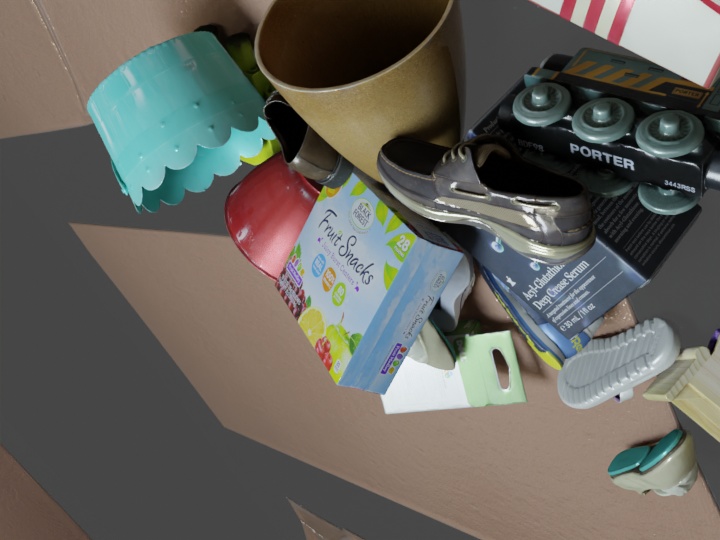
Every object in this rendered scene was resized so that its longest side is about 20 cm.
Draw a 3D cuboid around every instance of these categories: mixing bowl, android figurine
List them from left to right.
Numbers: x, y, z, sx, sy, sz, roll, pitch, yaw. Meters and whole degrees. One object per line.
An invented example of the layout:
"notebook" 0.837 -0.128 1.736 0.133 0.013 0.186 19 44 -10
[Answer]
"android figurine" -0.156 -0.220 1.074 0.182 0.041 0.201 22 142 35
"mixing bowl" -0.055 -0.081 0.997 0.200 0.200 0.109 41 131 7

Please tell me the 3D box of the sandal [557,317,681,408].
"sandal" 0.285 0.112 0.898 0.050 0.083 0.203 22 156 -12

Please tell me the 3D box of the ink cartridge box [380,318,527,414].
"ink cartridge box" 0.118 0.125 1.083 0.199 0.059 0.104 -9 105 25

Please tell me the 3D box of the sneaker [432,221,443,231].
"sneaker" 0.058 -0.079 0.959 0.091 0.076 0.200 45 151 27

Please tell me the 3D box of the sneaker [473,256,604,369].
"sneaker" 0.185 0.009 0.899 0.200 0.082 0.074 56 -176 17

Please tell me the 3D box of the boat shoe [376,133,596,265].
"boat shoe" 0.102 -0.077 0.665 0.199 0.074 0.074 24 138 26

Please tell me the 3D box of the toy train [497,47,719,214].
"toy train" 0.209 -0.117 0.639 0.199 0.114 0.085 24 152 37

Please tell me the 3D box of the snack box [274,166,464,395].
"snack box" 0.000 0.000 0.846 0.067 0.169 0.200 17 -160 -34

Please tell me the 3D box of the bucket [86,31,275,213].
"bucket" -0.211 -0.175 0.971 0.135 0.207 0.207 58 152 -1

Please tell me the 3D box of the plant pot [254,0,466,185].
"plant pot" 0.027 -0.172 0.777 0.186 0.187 0.200 24 161 35

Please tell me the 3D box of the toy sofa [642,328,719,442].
"toy sofa" 0.392 0.151 0.806 0.200 0.098 0.083 41 177 8

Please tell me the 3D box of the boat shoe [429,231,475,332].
"boat shoe" 0.103 0.001 0.988 0.073 0.066 0.200 22 152 9

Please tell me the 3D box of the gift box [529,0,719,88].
"gift box" 0.172 -0.242 0.443 0.184 0.187 0.200 31 150 24

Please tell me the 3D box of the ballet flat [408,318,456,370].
"ballet flat" 0.051 0.060 0.988 0.069 0.069 0.200 6 133 50

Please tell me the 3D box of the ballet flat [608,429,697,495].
"ballet flat" 0.348 0.228 0.938 0.069 0.070 0.200 39 166 10

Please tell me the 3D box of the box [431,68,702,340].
"box" 0.180 -0.058 0.766 0.200 0.107 0.149 42 153 8

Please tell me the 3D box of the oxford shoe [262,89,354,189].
"oxford shoe" -0.065 -0.186 0.878 0.073 0.084 0.201 -42 49 35
